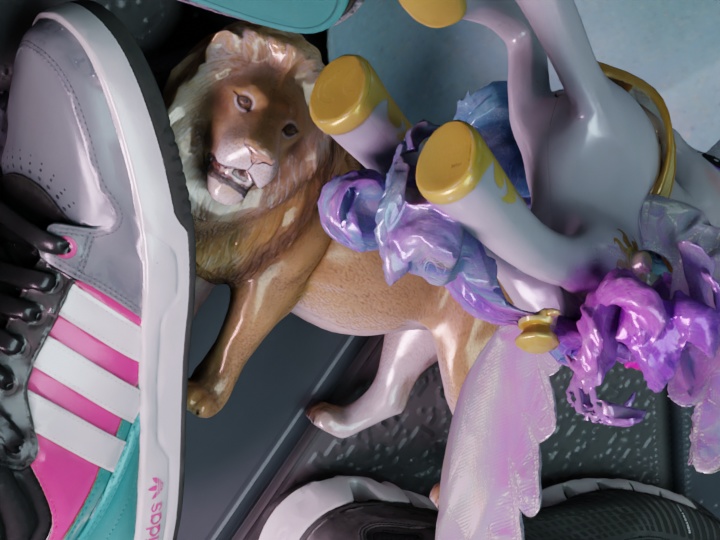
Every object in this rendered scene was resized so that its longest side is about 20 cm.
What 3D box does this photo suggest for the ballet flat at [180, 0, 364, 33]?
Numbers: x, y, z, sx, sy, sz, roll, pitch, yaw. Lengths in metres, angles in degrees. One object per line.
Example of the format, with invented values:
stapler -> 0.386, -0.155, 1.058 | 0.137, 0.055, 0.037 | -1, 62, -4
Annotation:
ballet flat -> -0.090, -0.124, 0.720 | 0.200, 0.072, 0.072 | 16, 103, -6

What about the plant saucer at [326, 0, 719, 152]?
plant saucer -> 0.085, -0.096, 0.823 | 0.201, 0.039, 0.201 | -7, 132, -8

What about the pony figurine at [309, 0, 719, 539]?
pony figurine -> 0.070, -0.003, 0.748 | 0.200, 0.167, 0.193 | 39, 49, -42

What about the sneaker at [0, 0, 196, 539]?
sneaker -> -0.122, 0.021, 0.763 | 0.121, 0.084, 0.200 | -16, 119, -33

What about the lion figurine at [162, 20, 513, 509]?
lion figurine -> 0.000, 0.000, 0.827 | 0.200, 0.072, 0.123 | 23, 101, -40

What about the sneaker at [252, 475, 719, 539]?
sneaker -> 0.065, 0.118, 0.896 | 0.200, 0.090, 0.066 | 5, 109, -30
